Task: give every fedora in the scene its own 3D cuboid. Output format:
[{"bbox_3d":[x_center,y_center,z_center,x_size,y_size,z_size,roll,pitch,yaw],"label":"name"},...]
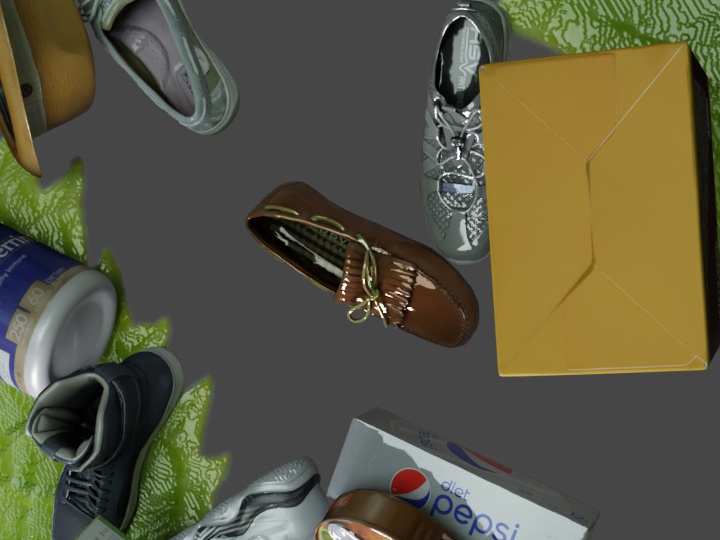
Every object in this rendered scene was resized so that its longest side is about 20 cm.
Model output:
[{"bbox_3d":[-0.268,-0.179,1.102,0.081,0.200,0.203,-20,85,-18],"label":"fedora"}]

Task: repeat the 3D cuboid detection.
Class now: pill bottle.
[{"bbox_3d":[-0.314,0.019,1.133,0.198,0.116,0.117,24,100,16],"label":"pill bottle"}]

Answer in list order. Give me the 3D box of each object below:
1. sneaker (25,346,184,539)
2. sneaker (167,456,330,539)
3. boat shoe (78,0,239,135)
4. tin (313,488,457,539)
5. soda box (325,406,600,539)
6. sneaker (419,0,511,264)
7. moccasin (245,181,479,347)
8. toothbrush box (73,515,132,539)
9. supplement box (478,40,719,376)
[{"bbox_3d":[-0.229,0.161,1.097,0.076,0.146,0.205,26,102,14],"label":"sneaker"},{"bbox_3d":[-0.094,0.247,1.090,0.199,0.075,0.116,-36,79,14],"label":"sneaker"},{"bbox_3d":[-0.177,-0.196,1.103,0.074,0.065,0.203,-38,80,16],"label":"boat shoe"},{"bbox_3d":[0.054,0.239,1.016,0.199,0.042,0.112,40,141,-5],"label":"tin"},{"bbox_3d":[0.078,0.178,1.035,0.198,0.063,0.069,23,99,16],"label":"soda box"},{"bbox_3d":[0.071,-0.105,1.014,0.074,0.082,0.203,0,93,18],"label":"sneaker"},{"bbox_3d":[0.001,-0.001,1.037,0.200,0.078,0.074,35,127,14],"label":"moccasin"},{"bbox_3d":[-0.190,0.316,1.073,0.145,0.086,0.201,33,135,15],"label":"toothbrush box"},{"bbox_3d":[0.171,-0.038,0.921,0.131,0.200,0.201,-4,91,18],"label":"supplement box"}]
